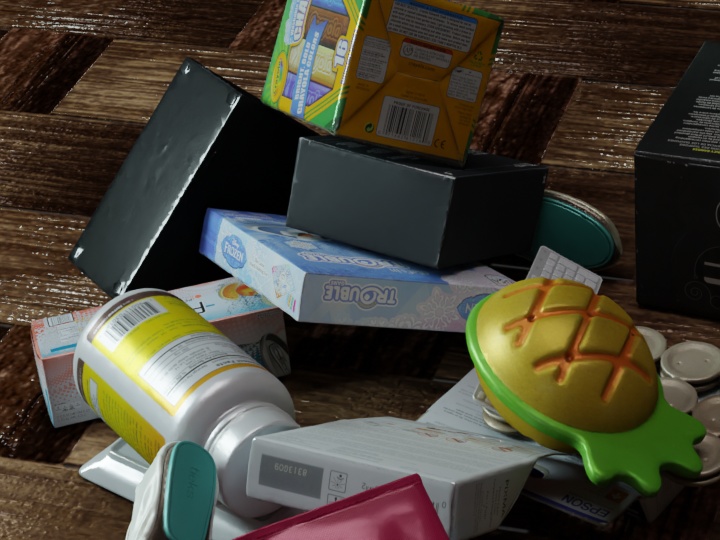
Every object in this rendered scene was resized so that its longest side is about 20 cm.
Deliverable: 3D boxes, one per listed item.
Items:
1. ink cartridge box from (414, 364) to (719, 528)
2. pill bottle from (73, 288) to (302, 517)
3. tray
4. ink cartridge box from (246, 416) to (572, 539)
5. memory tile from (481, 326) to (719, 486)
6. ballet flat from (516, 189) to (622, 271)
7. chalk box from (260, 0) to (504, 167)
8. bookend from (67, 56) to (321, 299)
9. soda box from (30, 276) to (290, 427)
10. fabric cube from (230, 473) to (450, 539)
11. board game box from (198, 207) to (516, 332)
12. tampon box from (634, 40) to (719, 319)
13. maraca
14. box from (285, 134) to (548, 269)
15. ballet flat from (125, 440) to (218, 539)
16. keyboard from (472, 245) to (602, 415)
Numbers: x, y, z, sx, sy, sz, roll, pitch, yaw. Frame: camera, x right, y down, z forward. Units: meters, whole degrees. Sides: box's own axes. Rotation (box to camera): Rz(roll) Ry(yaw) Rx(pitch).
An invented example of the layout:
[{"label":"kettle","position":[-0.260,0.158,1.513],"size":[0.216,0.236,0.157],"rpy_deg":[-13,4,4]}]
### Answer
[{"label":"ink cartridge box","position":[0.159,0.120,1.670],"size":[0.199,0.041,0.200],"rpy_deg":[20,42,35]},{"label":"pill bottle","position":[-0.122,0.100,1.639],"size":[0.109,0.110,0.200],"rpy_deg":[-24,38,-26]},{"label":"tray","position":[-0.110,0.152,1.678],"size":[0.199,0.022,0.107],"rpy_deg":[20,42,34]},{"label":"ink cartridge box","position":[0.038,0.142,1.554],"size":[0.159,0.048,0.200],"rpy_deg":[9,5,28]},{"label":"memory tile","position":[0.203,0.093,1.649],"size":[0.199,0.017,0.153],"rpy_deg":[15,40,29]},{"label":"ballet flat","position":[0.138,-0.046,1.908],"size":[0.199,0.068,0.062],"rpy_deg":[12,22,24]},{"label":"chalk box","position":[0.006,-0.172,1.778],"size":[0.124,0.125,0.200],"rpy_deg":[12,9,-27]},{"label":"bookend","position":[-0.108,-0.044,1.891],"size":[0.199,0.200,0.092],"rpy_deg":[26,7,-44]},{"label":"soda box","position":[-0.160,0.062,1.778],"size":[0.198,0.069,0.064],"rpy_deg":[-12,31,-10]},{"label":"fabric cube","position":[-0.025,0.271,1.258],"size":[0.195,0.200,0.200],"rpy_deg":[-19,63,-21]},{"label":"board game box","position":[0.000,0.000,1.774],"size":[0.199,0.044,0.199],"rpy_deg":[5,14,-28]},{"label":"tampon box","position":[0.317,-0.074,1.842],"size":[0.125,0.151,0.200],"rpy_deg":[10,36,23]},{"label":"maraca","position":[0.158,0.082,1.570],"size":[0.136,0.107,0.200],"rpy_deg":[-21,55,-35]},{"label":"box","position":[0.049,-0.060,1.802],"size":[0.140,0.080,0.200],"rpy_deg":[13,10,25]},{"label":"ballet flat","position":[-0.136,0.203,1.488],"size":[0.069,0.070,0.201],"rpy_deg":[-1,42,7]},{"label":"keyboard","position":[0.136,0.050,1.684],"size":[0.056,0.011,0.200],"rpy_deg":[24,40,5]}]
